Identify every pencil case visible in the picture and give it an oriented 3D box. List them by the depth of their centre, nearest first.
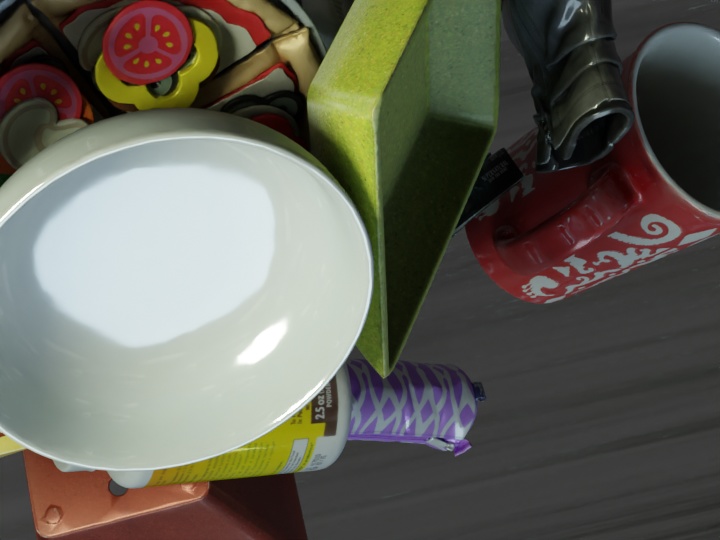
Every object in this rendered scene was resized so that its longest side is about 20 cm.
[{"bbox_3d":[0.014,0.122,1.791,0.200,0.086,0.084,6,155,-40],"label":"pencil case"}]

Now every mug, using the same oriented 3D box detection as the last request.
[{"bbox_3d":[0.148,-0.060,1.303,0.177,0.134,0.200,-3,164,-34],"label":"mug"}]

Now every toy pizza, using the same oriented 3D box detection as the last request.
[{"bbox_3d":[-0.106,-0.063,0.968,0.200,0.032,0.200,-11,131,-13],"label":"toy pizza"}]

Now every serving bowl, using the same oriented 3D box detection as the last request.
[{"bbox_3d":[-0.097,0.000,0.958,0.200,0.066,0.200,-10,131,-12],"label":"serving bowl"}]

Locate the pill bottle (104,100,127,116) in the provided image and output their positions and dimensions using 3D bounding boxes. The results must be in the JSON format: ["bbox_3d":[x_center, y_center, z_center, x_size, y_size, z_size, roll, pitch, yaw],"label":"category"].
[{"bbox_3d":[-0.100,-0.055,1.084,0.114,0.114,0.200,-20,139,21],"label":"pill bottle"}]

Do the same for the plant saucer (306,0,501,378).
[{"bbox_3d":[0.021,-0.082,1.032,0.048,0.200,0.200,13,141,14],"label":"plant saucer"}]

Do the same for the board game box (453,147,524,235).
[{"bbox_3d":[0.000,0.000,1.275,0.200,0.028,0.135,-35,-178,32],"label":"board game box"}]

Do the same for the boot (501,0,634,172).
[{"bbox_3d":[0.118,-0.137,1.050,0.070,0.132,0.200,-10,161,-4],"label":"boot"}]

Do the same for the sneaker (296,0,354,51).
[{"bbox_3d":[-0.023,-0.112,1.138,0.084,0.075,0.200,-11,156,15],"label":"sneaker"}]

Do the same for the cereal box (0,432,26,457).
[{"bbox_3d":[-0.254,0.099,1.206,0.144,0.040,0.200,-16,-179,-7],"label":"cereal box"}]

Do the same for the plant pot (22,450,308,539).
[{"bbox_3d":[-0.169,0.142,1.552,0.200,0.200,0.176,-15,161,7],"label":"plant pot"}]

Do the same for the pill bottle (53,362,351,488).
[{"bbox_3d":[-0.115,0.093,1.405,0.200,0.109,0.109,-4,159,-25],"label":"pill bottle"}]
